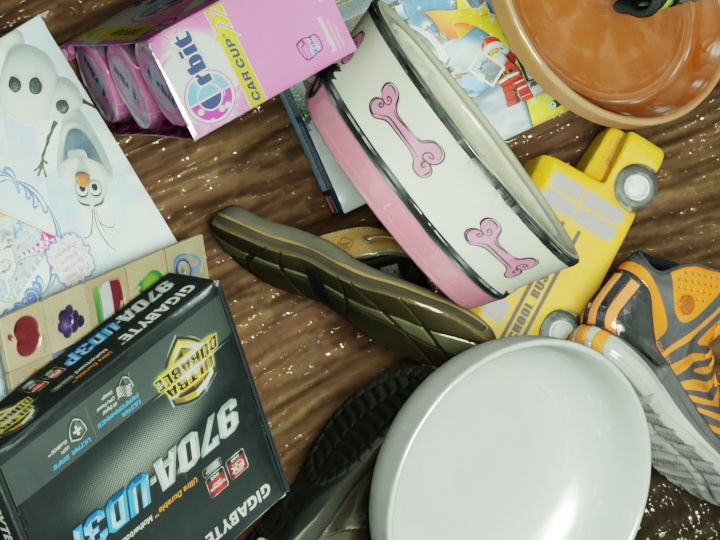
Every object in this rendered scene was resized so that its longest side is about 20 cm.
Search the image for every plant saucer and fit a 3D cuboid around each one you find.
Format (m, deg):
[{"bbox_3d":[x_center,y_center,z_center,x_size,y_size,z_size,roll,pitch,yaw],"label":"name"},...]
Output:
[{"bbox_3d":[0.160,-0.188,1.643,0.200,0.032,0.201,9,74,-33],"label":"plant saucer"}]

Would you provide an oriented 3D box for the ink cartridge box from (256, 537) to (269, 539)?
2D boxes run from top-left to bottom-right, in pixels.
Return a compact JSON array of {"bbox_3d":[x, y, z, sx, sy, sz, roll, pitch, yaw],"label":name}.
[{"bbox_3d":[-0.036,0.279,1.488,0.200,0.076,0.148,43,79,4],"label":"ink cartridge box"}]

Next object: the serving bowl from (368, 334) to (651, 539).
[{"bbox_3d":[0.082,0.130,1.553,0.199,0.066,0.201,-10,109,-31],"label":"serving bowl"}]

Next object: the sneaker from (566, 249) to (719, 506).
[{"bbox_3d":[0.219,0.064,1.627,0.112,0.077,0.200,-55,129,-20],"label":"sneaker"}]

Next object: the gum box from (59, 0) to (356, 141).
[{"bbox_3d":[-0.098,-0.135,1.529,0.113,0.200,0.066,-31,105,-17],"label":"gum box"}]

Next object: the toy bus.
[{"bbox_3d":[0.119,-0.003,1.636,0.078,0.065,0.201,29,82,-8],"label":"toy bus"}]

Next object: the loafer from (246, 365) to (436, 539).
[{"bbox_3d":[-0.004,0.147,1.596,0.071,0.073,0.200,37,96,-24],"label":"loafer"}]

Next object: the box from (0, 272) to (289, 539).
[{"bbox_3d":[-0.141,0.119,1.510,0.200,0.046,0.159,-39,123,-38],"label":"box"}]

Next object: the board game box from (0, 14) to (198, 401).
[{"bbox_3d":[-0.220,-0.022,1.526,0.200,0.043,0.199,-37,100,-38],"label":"board game box"}]

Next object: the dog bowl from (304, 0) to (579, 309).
[{"bbox_3d":[0.044,-0.063,1.525,0.074,0.200,0.200,-38,95,9],"label":"dog bowl"}]

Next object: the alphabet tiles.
[{"bbox_3d":[-0.142,0.097,1.544,0.167,0.008,0.201,-25,115,-43],"label":"alphabet tiles"}]

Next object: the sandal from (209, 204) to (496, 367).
[{"bbox_3d":[0.000,0.000,1.582,0.199,0.082,0.055,24,68,21],"label":"sandal"}]

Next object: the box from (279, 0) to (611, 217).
[{"bbox_3d":[0.046,-0.137,1.641,0.199,0.038,0.137,-24,92,-13],"label":"box"}]

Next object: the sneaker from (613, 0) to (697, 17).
[{"bbox_3d":[0.198,-0.193,1.614,0.199,0.071,0.083,16,75,-25],"label":"sneaker"}]
